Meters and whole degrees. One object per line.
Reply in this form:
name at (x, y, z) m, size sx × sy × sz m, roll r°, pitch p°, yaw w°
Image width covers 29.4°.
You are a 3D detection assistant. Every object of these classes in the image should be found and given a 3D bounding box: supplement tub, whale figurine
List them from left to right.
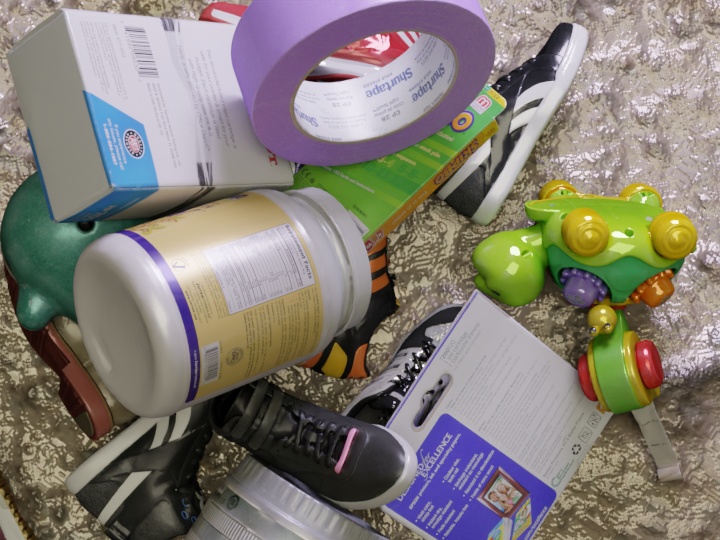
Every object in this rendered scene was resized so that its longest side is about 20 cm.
whale figurine at (-0.210, 0.001, 1.131) m, size 0.159 × 0.104 × 0.200 m, roll -30°, pitch 90°, yaw -18°
supplement tub at (-0.106, 0.018, 1.075) m, size 0.200 × 0.145 × 0.146 m, roll -20°, pitch 87°, yaw -35°

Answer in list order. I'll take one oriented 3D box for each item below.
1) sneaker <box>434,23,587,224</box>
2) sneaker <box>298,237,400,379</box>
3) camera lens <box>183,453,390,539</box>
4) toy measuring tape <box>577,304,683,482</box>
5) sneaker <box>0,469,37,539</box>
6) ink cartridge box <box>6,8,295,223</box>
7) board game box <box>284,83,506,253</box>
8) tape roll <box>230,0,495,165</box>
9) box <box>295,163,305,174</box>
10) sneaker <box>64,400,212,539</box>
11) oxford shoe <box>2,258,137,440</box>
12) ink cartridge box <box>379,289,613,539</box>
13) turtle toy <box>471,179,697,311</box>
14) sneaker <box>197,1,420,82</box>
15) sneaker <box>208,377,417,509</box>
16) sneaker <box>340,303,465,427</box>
sneaker at (0.114, -0.152, 1.224) m, size 0.112 × 0.073 × 0.200 m, roll 29°, pitch 85°, yaw -3°
sneaker at (0.000, 0.000, 1.223) m, size 0.090 × 0.070 × 0.200 m, roll 23°, pitch 82°, yaw -22°
camera lens at (-0.085, 0.275, 1.141) m, size 0.160 × 0.160 × 0.200 m, roll 31°, pitch 84°, yaw -1°
toy measuring tape at (0.237, 0.119, 1.187) m, size 0.073 × 0.074 × 0.200 m, roll -28°, pitch 113°, yaw -6°
sneaker at (-0.335, 0.219, 1.169) m, size 0.090 × 0.075 × 0.200 m, roll -29°, pitch 87°, yaw -11°
ink cartridge box at (-0.163, -0.121, 1.098) m, size 0.086 × 0.200 × 0.147 m, roll -24°, pitch 79°, yaw 37°
board game box at (0.026, -0.097, 1.170) m, size 0.200 × 0.030 × 0.096 m, roll -44°, pitch 63°, yaw 0°
tape roll at (0.002, -0.167, 1.079) m, size 0.200 × 0.200 × 0.066 m, roll -17°, pitch 62°, yaw -5°
box at (-0.135, -0.068, 1.221) m, size 0.160 × 0.044 × 0.200 m, roll 16°, pitch 84°, yaw -2°
sneaker at (-0.147, 0.161, 1.195) m, size 0.200 × 0.073 × 0.112 m, roll -39°, pitch 92°, yaw 2°
oxford shoe at (-0.248, 0.048, 1.198) m, size 0.075 × 0.070 × 0.200 m, roll -25°, pitch 79°, yaw -27°
ink cartridge box at (0.103, 0.143, 1.183) m, size 0.200 × 0.043 × 0.198 m, roll 38°, pitch 83°, yaw -30°
turtle toy at (0.197, -0.016, 1.207) m, size 0.200 × 0.146 × 0.101 m, roll 1°, pitch 107°, yaw -4°
sneaker at (-0.038, -0.225, 1.238) m, size 0.200 × 0.078 × 0.116 m, roll 20°, pitch 71°, yaw -8°
sneaker at (-0.048, 0.133, 1.098) m, size 0.099 × 0.200 × 0.071 m, roll 35°, pitch 74°, yaw -40°
sneaker at (0.043, 0.112, 1.200) m, size 0.076 × 0.088 × 0.200 m, roll 40°, pitch 83°, yaw 1°
